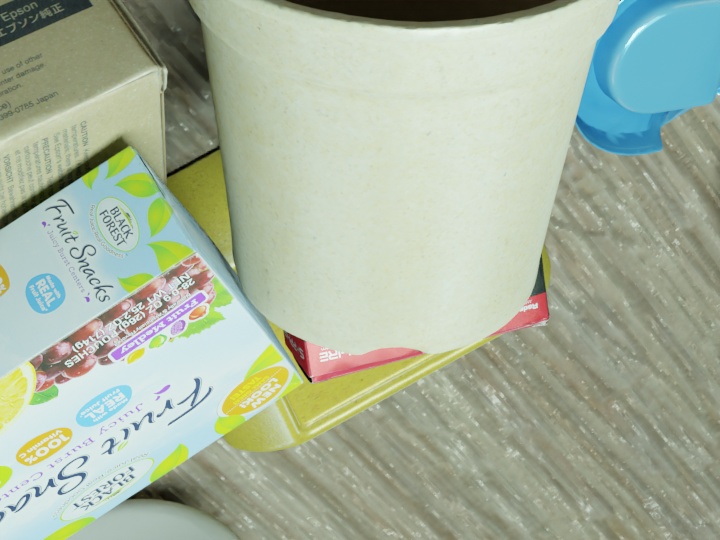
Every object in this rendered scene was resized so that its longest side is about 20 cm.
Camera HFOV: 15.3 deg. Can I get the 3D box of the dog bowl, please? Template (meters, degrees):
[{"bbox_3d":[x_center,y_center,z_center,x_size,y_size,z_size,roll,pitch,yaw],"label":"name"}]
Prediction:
[{"bbox_3d":[0.183,-0.123,1.347,0.200,0.050,0.112,-11,133,-24],"label":"dog bowl"}]

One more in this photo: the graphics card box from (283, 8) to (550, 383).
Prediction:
[{"bbox_3d":[0.014,-0.058,1.252,0.125,0.051,0.200,-14,115,-12],"label":"graphics card box"}]

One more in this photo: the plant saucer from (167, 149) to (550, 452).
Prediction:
[{"bbox_3d":[0.000,0.000,1.350,0.200,0.048,0.200,-29,136,-5],"label":"plant saucer"}]

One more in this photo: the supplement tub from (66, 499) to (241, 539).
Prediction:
[{"bbox_3d":[-0.108,0.234,1.424,0.145,0.145,0.200,-23,136,-12],"label":"supplement tub"}]

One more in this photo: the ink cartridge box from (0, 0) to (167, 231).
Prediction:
[{"bbox_3d":[-0.170,-0.023,1.165,0.165,0.075,0.200,-26,152,-18],"label":"ink cartridge box"}]

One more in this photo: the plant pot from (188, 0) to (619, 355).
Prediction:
[{"bbox_3d":[0.014,-0.074,1.125,0.200,0.200,0.184,-13,129,-21],"label":"plant pot"}]

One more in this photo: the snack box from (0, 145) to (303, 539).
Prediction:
[{"bbox_3d":[-0.141,0.053,1.164,0.200,0.068,0.169,-32,155,0],"label":"snack box"}]
